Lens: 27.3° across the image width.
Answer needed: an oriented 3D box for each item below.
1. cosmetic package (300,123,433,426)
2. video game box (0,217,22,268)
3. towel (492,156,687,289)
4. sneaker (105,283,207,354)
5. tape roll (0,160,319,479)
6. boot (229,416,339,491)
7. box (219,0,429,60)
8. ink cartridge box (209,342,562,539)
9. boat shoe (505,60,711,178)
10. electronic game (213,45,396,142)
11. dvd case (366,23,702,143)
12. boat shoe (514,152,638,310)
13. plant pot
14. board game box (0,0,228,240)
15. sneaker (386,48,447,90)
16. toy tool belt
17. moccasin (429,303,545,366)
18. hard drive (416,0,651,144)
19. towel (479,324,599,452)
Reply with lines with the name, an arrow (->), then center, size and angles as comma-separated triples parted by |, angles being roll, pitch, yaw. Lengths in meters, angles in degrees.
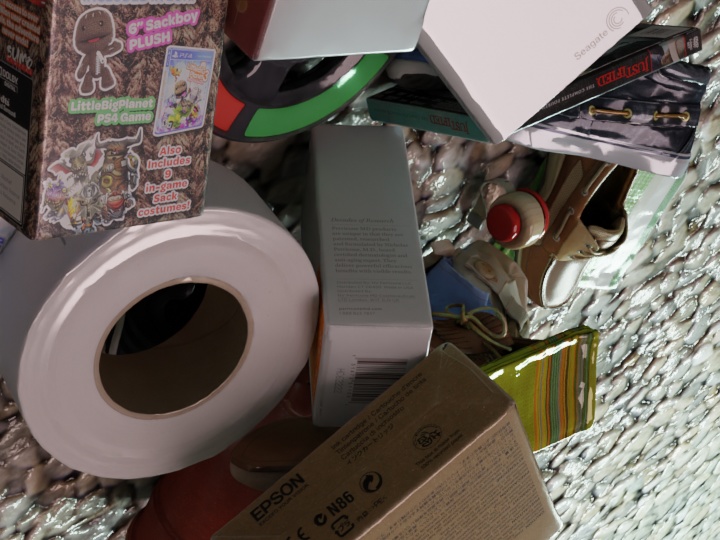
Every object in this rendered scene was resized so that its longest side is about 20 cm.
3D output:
cosmetic package -> 0.000, 0.000, 1.019 | 0.071, 0.201, 0.102 | 2, 133, -7
video game box -> -0.258, -0.034, 0.853 | 0.182, 0.047, 0.201 | 0, 127, -50
towel -> 0.206, -0.052, 1.351 | 0.199, 0.031, 0.150 | 7, 120, -47
sneaker -> -0.133, 0.051, 1.044 | 0.071, 0.083, 0.201 | -25, 142, -26
tape roll -> -0.128, 0.030, 0.923 | 0.201, 0.071, 0.203 | -17, 130, -22
boot -> -0.022, 0.174, 1.020 | 0.199, 0.070, 0.147 | -7, 117, -45
box -> -0.045, -0.221, 0.730 | 0.106, 0.200, 0.153 | -11, 134, -40
ink cartridge box -> 0.022, 0.169, 0.956 | 0.200, 0.075, 0.165 | -38, 141, -12
boat shoe -> 0.168, -0.137, 1.136 | 0.199, 0.071, 0.092 | 10, 104, -13
electronic game -> -0.037, -0.167, 0.943 | 0.199, 0.042, 0.201 | -29, 144, -23
dvd case -> 0.123, -0.140, 1.061 | 0.199, 0.146, 0.022 | -26, 114, -27
boat shoe -> 0.186, -0.043, 1.251 | 0.075, 0.074, 0.201 | -19, 137, -30
plant pot -> -0.061, 0.156, 1.155 | 0.200, 0.201, 0.196 | -3, 122, -45
board game box -> -0.147, -0.140, 0.708 | 0.096, 0.159, 0.201 | -11, 121, -40
sneaker -> 0.100, -0.190, 1.055 | 0.199, 0.076, 0.077 | -29, 118, -17
toy tool belt -> 0.075, 0.029, 1.209 | 0.123, 0.125, 0.201 | -16, 138, -48
moccasin -> 0.089, 0.061, 1.132 | 0.200, 0.074, 0.078 | 17, 99, -30
hard drive -> 0.074, -0.192, 0.899 | 0.132, 0.027, 0.200 | -40, 117, 2
towel -> 0.114, 0.105, 1.100 | 0.199, 0.018, 0.087 | -17, 110, -44
